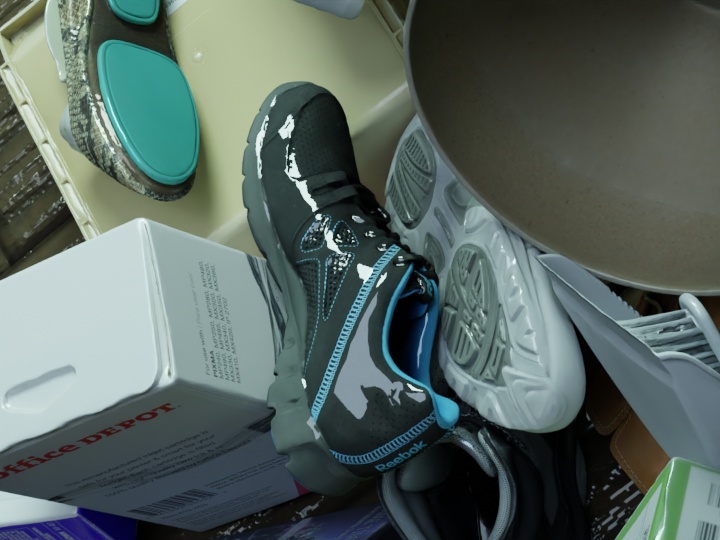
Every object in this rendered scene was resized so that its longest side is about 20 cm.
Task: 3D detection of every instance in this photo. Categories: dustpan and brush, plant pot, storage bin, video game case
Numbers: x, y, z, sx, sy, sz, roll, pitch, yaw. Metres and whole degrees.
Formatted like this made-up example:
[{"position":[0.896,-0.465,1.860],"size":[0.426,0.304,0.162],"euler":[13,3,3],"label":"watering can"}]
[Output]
[{"position":[0.161,0.069,1.019],"size":[0.057,0.200,0.140],"euler":[-35,23,-4],"label":"dustpan and brush"},{"position":[0.134,-0.108,1.024],"size":[0.199,0.201,0.135],"euler":[5,44,28],"label":"plant pot"},{"position":[-0.064,-0.096,1.263],"size":[0.200,0.094,0.199],"euler":[-37,61,13],"label":"storage bin"},{"position":[-0.075,0.150,1.170],"size":[0.199,0.143,0.019],"euler":[-14,95,23],"label":"video game case"}]

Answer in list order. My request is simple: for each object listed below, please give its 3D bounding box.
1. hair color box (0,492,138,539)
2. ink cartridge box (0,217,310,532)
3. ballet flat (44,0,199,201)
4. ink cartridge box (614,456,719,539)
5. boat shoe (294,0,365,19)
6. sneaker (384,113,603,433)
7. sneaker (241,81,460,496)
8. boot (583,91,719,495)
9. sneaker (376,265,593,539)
[{"position":[-0.211,0.103,1.286],"size":[0.199,0.065,0.110],"euler":[-9,58,23],"label":"hair color box"},{"position":[-0.089,0.055,1.158],"size":[0.144,0.200,0.085],"euler":[-23,66,29],"label":"ink cartridge box"},{"position":[-0.125,-0.106,1.215],"size":[0.075,0.068,0.201],"euler":[-36,54,38],"label":"ballet flat"},{"position":[0.149,0.153,1.020],"size":[0.103,0.200,0.060],"euler":[18,63,1],"label":"ink cartridge box"},{"position":[0.010,-0.199,1.080],"size":[0.067,0.074,0.201],"euler":[29,75,-10],"label":"boat shoe"},{"position":[0.081,-0.002,1.122],"size":[0.200,0.099,0.078],"euler":[-107,33,-47],"label":"sneaker"},{"position":[0.000,0.000,1.110],"size":[0.082,0.073,0.201],"euler":[-23,64,29],"label":"sneaker"},{"position":[0.158,0.004,1.140],"size":[0.156,0.076,0.200],"euler":[-56,40,29],"label":"boot"},{"position":[0.055,0.069,1.139],"size":[0.075,0.114,0.201],"euler":[-18,68,21],"label":"sneaker"}]
